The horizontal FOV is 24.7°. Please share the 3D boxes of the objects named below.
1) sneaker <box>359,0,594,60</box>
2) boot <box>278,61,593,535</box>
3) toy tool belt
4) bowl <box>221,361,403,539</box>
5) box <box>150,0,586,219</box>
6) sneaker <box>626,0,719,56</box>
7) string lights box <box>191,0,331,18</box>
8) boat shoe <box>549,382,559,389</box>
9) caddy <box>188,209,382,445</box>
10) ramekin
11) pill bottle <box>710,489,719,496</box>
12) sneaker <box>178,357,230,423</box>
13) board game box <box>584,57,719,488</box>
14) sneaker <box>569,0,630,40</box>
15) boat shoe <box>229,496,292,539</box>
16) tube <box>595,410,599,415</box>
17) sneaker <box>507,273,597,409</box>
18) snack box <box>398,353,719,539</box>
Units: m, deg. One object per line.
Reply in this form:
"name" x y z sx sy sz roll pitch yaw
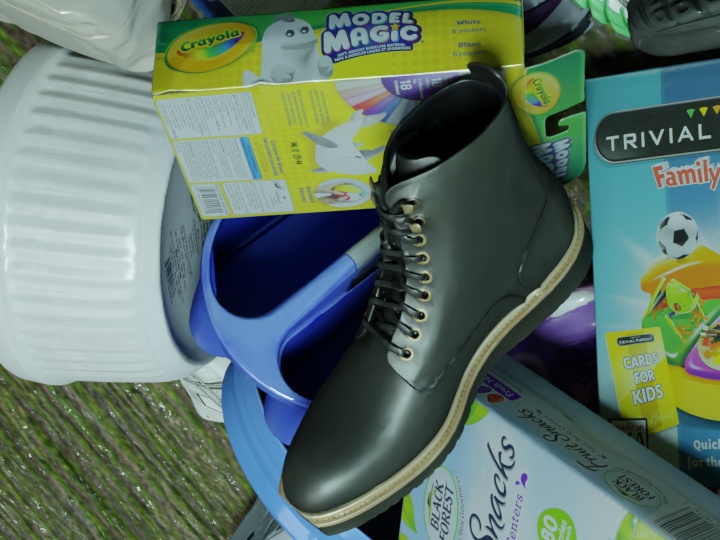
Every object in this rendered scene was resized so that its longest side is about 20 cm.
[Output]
"sneaker" 0.028 -0.137 0.837 0.198 0.074 0.088 -18 107 30
"boot" 0.014 0.011 0.749 0.077 0.201 0.139 29 165 35
"toy tool belt" -0.173 -0.197 0.893 0.198 0.124 0.125 23 174 21
"bowl" 0.000 0.109 0.972 0.200 0.201 0.039 42 114 -7
"box" 0.009 -0.077 0.788 0.197 0.049 0.118 -2 152 7
"sneaker" 0.212 -0.119 0.689 0.198 0.076 0.091 -14 130 18
"string lights box" -0.082 -0.208 0.803 0.200 0.103 0.059 46 177 -11
"boat shoe" 0.111 0.142 0.862 0.202 0.063 0.073 59 141 15
"caddy" 0.000 0.000 0.881 0.142 0.199 0.105 48 150 7
"ramekin" -0.131 -0.029 0.942 0.104 0.201 0.202 7 132 16
"pill bottle" 0.202 0.122 0.888 0.109 0.110 0.201 28 124 8
"sneaker" -0.106 0.058 1.085 0.199 0.076 0.088 33 135 4
"board game box" 0.185 0.001 0.779 0.150 0.047 0.203 -5 86 36
"sneaker" 0.111 -0.187 0.720 0.085 0.078 0.201 -15 118 40
"boat shoe" -0.037 0.175 1.168 0.066 0.074 0.200 15 141 -21
"tube" 0.169 0.101 0.974 0.077 0.051 0.199 42 131 -21
"sneaker" 0.108 0.069 0.936 0.089 0.080 0.200 63 146 17
"snack box" 0.100 0.144 0.792 0.199 0.053 0.144 35 127 44
